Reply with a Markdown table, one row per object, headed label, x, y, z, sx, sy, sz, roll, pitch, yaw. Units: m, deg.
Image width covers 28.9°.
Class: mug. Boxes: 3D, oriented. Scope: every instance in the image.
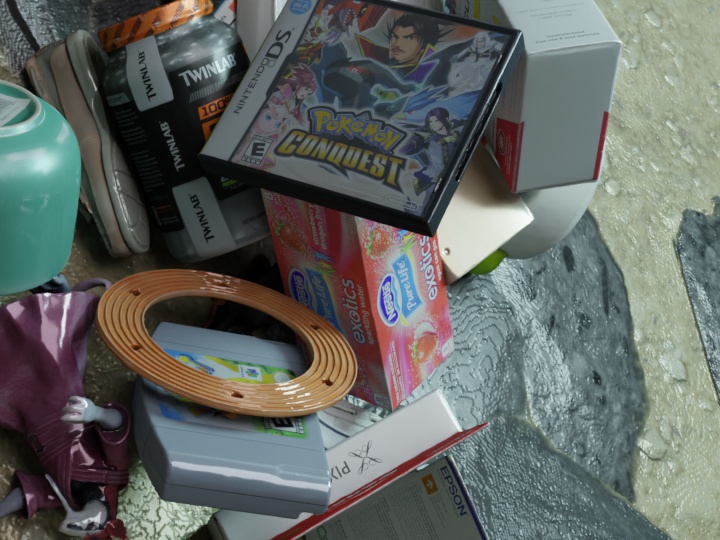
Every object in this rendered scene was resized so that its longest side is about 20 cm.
| label | x | y | z | sx | sy | sz | roll | pitch | yaw |
| --- | --- | --- | --- | --- | --- | --- | --- | --- | --- |
| mug | -0.284 | -0.078 | 1.010 | 0.151 | 0.115 | 0.185 | -8 | 37 | -33 |

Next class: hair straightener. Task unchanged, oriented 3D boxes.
| label | x | y | z | sx | sy | sz | roll | pitch | yaw |
| --- | --- | --- | --- | --- | --- | --- | --- | --- | --- |
| hair straightener | -0.103 | 0.046 | 1.149 | 0.200 | 0.077 | 0.041 | -43 | 122 | -46 |

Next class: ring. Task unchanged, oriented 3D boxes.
| label | x | y | z | sx | sy | sz | roll | pitch | yaw |
| --- | --- | --- | --- | --- | --- | --- | --- | --- | --- |
| ring | -0.099 | 0.055 | 1.041 | 0.199 | 0.019 | 0.201 | 16 | 23 | -7 |

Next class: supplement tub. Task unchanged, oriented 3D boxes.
| label | x | y | z | sx | sy | sz | roll | pitch | yaw |
| --- | --- | --- | --- | --- | --- | --- | --- | --- | --- |
| supplement tub | -0.135 | -0.119 | 1.151 | 0.122 | 0.122 | 0.201 | -35 | 109 | -45 |

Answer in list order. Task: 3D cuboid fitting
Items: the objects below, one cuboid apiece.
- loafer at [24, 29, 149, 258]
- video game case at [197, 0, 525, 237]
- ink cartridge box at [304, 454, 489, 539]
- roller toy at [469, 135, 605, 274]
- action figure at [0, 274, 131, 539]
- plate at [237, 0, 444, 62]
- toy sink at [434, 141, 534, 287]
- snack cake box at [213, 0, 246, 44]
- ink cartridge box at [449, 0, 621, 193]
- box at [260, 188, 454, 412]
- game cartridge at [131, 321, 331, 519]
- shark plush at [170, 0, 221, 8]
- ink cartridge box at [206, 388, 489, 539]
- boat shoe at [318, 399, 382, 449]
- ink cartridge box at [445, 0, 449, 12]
| label | x | y | z | sx | sy | sz | roll | pitch | yaw |
| --- | --- | --- | --- | --- | --- | --- | --- | --- | --- |
| loafer | -0.226 | -0.098 | 1.153 | 0.072 | 0.062 | 0.201 | 44 | 28 | -73 |
| video game case | 0.001 | -0.129 | 1.068 | 0.182 | 0.199 | 0.026 | -63 | 155 | -22 |
| ink cartridge box | 0.059 | 0.257 | 1.079 | 0.040 | 0.200 | 0.201 | -14 | 76 | -43 |
| roller toy | 0.134 | -0.117 | 1.365 | 0.139 | 0.182 | 0.201 | 22 | 53 | -27 |
| action figure | -0.221 | 0.116 | 1.018 | 0.201 | 0.133 | 0.149 | 61 | 17 | 6 |
| plate | -0.011 | -0.226 | 1.230 | 0.198 | 0.032 | 0.201 | -1 | 93 | -19 |
| toy sink | 0.037 | -0.042 | 1.255 | 0.112 | 0.200 | 0.131 | -36 | 92 | -28 |
| snack cake box | -0.077 | -0.213 | 1.260 | 0.115 | 0.067 | 0.200 | 40 | 80 | -13 |
| ink cartridge box | 0.140 | -0.187 | 1.192 | 0.083 | 0.146 | 0.201 | -10 | 44 | -9 |
| box | 0.000 | 0.000 | 1.144 | 0.095 | 0.102 | 0.201 | -41 | 134 | -37 |
| game cartridge | -0.097 | 0.101 | 1.009 | 0.132 | 0.041 | 0.200 | 7 | 26 | -13 |
| shark plush | -0.090 | -0.214 | 1.322 | 0.199 | 0.091 | 0.084 | 31 | 81 | -30 |
| ink cartridge box | -0.015 | 0.153 | 1.041 | 0.199 | 0.176 | 0.045 | -28 | 83 | -14 |
| boat shoe | -0.039 | 0.126 | 1.165 | 0.199 | 0.072 | 0.066 | 25 | 48 | -28 |
| ink cartridge box | 0.065 | -0.324 | 1.414 | 0.147 | 0.200 | 0.083 | 50 | 45 | -6 |
